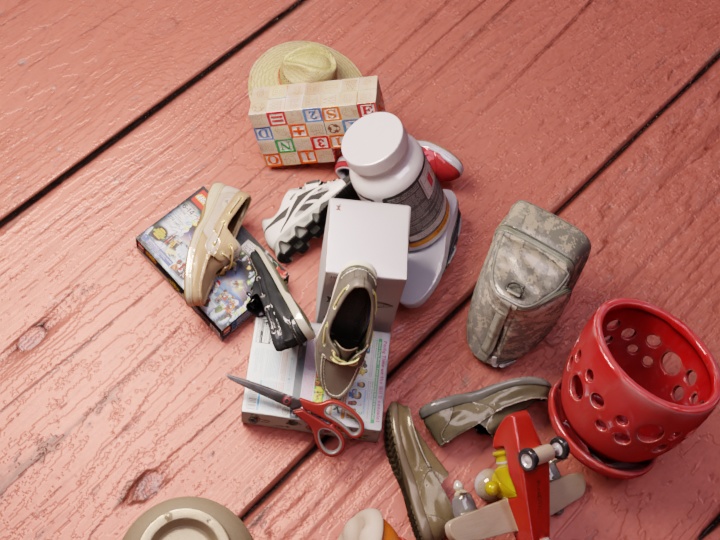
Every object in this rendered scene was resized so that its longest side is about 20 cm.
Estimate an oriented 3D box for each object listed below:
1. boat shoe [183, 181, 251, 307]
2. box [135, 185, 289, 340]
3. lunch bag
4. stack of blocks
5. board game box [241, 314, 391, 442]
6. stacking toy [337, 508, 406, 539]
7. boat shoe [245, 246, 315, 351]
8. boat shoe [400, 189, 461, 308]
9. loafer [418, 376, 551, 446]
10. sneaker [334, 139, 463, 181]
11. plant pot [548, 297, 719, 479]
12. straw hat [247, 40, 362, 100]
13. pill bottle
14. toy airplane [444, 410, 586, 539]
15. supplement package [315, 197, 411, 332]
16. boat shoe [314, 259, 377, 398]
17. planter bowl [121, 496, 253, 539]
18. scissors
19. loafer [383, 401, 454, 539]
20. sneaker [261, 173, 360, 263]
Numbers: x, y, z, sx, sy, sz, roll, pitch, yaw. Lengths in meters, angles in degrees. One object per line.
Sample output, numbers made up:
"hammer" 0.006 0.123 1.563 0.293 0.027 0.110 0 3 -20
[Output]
"boat shoe" -0.204 -0.038 1.560 0.068 0.074 0.203 10 62 5
"box" -0.220 -0.014 1.611 0.137 0.040 0.200 -40 75 -23
"lunch bag" 0.228 0.031 1.560 0.138 0.201 0.168 31 61 12
"stack of blocks" -0.061 -0.227 1.659 0.196 0.116 0.059 -4 51 11
"board game box" -0.062 0.153 1.537 0.196 0.065 0.150 8 64 -1
"stacking toy" 0.057 0.415 1.408 0.198 0.146 0.148 30 63 -12
"boat shoe" -0.128 0.043 1.516 0.066 0.075 0.200 -34 49 -1
"boat shoe" 0.109 -0.023 1.640 0.071 0.068 0.203 3 59 27
"loafer" 0.182 0.203 1.546 0.196 0.075 0.071 -14 78 -8
"sneaker" 0.055 -0.154 1.696 0.197 0.072 0.114 18 59 11
"plant pot" 0.365 0.169 1.493 0.197 0.184 0.202 18 40 -16
"straw hat" -0.083 -0.321 1.751 0.197 0.085 0.205 3 64 -6
"pill bottle" 0.051 -0.128 1.566 0.114 0.201 0.118 -12 52 17
"toy airplane" 0.211 0.314 1.465 0.200 0.140 0.201 44 68 -32
"supplement package" 0.000 0.000 1.541 0.115 0.201 0.119 6 63 -3
"boat shoe" -0.020 0.088 1.435 0.071 0.205 0.061 10 26 -6
"planter bowl" -0.220 0.375 1.369 0.196 0.135 0.204 3 63 -6
"scissors" -0.085 0.176 1.469 0.199 0.014 0.074 38 96 -4
"loafer" 0.083 0.277 1.492 0.066 0.076 0.203 -12 76 -13
"sneaker" -0.068 -0.107 1.636 0.199 0.074 0.089 -37 61 0
